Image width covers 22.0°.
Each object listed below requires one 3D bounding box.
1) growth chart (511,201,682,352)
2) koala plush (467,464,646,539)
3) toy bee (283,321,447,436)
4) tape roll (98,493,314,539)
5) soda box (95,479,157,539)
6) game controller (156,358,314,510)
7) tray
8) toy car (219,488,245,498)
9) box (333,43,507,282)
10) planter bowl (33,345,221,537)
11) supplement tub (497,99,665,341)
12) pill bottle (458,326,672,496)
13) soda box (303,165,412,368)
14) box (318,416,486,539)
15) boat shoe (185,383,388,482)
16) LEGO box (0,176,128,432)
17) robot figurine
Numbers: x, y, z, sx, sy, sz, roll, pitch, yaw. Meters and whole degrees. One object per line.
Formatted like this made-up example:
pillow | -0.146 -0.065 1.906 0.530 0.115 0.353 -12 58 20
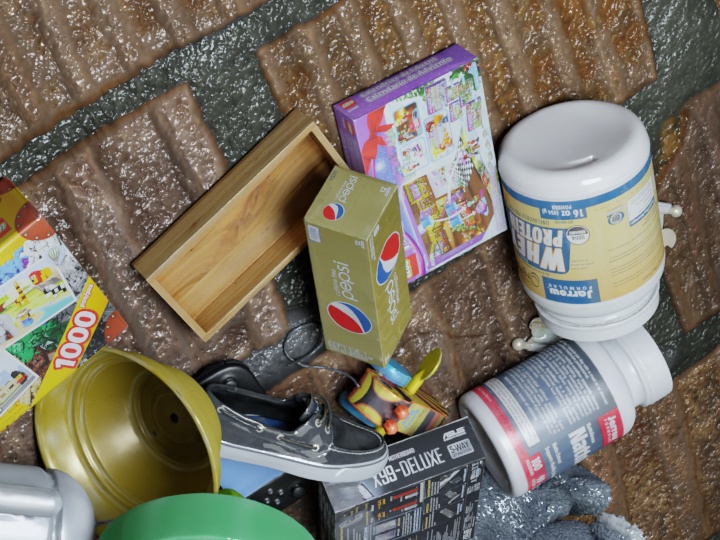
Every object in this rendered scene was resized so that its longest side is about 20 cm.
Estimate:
growth chart | 0.253 0.009 1.930 0.144 0.018 0.200 15 107 -40
koala plush | 0.200 0.296 1.944 0.178 0.200 0.184 -52 133 3
toy bee | 0.021 0.133 1.783 0.200 0.109 0.131 4 116 -37
tape roll | -0.131 0.271 1.581 0.200 0.048 0.201 0 135 0
soda box | -0.260 0.267 1.696 0.200 0.064 0.068 -40 133 -7
game controller | -0.119 0.168 1.750 0.104 0.042 0.200 -38 131 -10
tray | -0.098 -0.040 1.641 0.200 0.037 0.099 -44 133 -6
toy car | -0.141 0.332 1.773 0.200 0.158 0.164 -31 123 27
box | 0.058 -0.094 1.715 0.137 0.039 0.200 -28 130 -19
planter bowl | -0.184 0.144 1.619 0.083 0.200 0.201 -33 137 -51
supplement tub | 0.216 -0.046 1.780 0.144 0.145 0.200 -28 127 -18
pill bottle | 0.213 0.134 1.895 0.200 0.120 0.120 -29 130 -9
soda box | 0.000 0.000 1.666 0.200 0.064 0.068 83 31 -53
box | 0.039 0.233 1.826 0.157 0.050 0.200 -19 151 -11
boat shoe | -0.060 0.140 1.689 0.199 0.070 0.066 14 122 -17
LEGO box | -0.316 0.048 1.512 0.200 0.077 0.149 -40 133 -8
robot figurine | -0.313 0.221 1.582 0.199 0.113 0.170 10 153 -26
